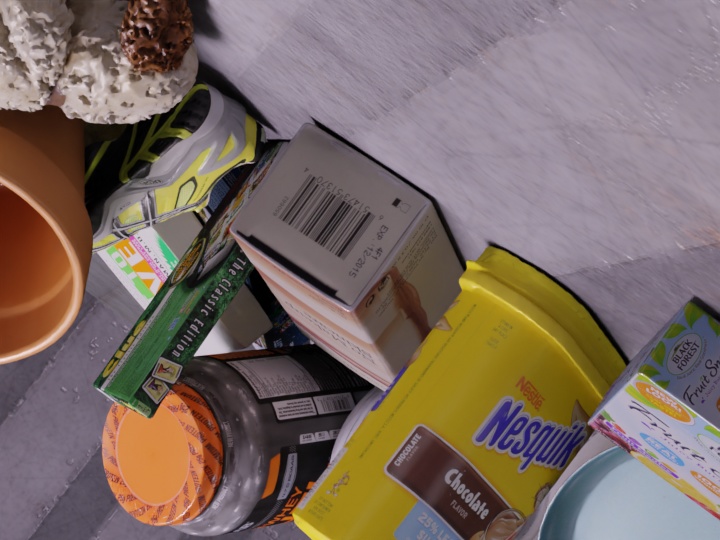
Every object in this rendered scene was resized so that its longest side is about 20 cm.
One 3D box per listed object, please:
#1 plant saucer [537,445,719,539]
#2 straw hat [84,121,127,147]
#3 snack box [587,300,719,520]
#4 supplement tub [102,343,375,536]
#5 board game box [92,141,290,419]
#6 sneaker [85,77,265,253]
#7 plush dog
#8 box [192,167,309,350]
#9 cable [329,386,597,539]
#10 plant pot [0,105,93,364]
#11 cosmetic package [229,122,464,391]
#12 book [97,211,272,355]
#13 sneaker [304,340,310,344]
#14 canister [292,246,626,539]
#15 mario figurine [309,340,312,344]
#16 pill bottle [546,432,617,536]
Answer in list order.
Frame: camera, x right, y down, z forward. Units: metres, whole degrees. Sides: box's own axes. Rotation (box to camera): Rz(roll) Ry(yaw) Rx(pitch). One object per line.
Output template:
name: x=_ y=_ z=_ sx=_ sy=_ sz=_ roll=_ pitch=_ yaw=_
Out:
plant saucer: x=0.205 y=0.184 z=1.459 sx=0.200 sy=0.200 sz=0.027 roll=37 pitch=-150 yaw=3
straw hat: x=-0.204 y=-0.098 z=1.677 sx=0.085 sy=0.202 sz=0.201 roll=-2 pitch=149 yaw=32
snack box: x=0.203 y=0.093 z=1.302 sx=0.142 sy=0.053 sz=0.200 roll=35 pitch=170 yaw=4
supplement tub: x=-0.074 y=0.116 z=1.660 sx=0.122 sy=0.123 sz=0.200 roll=31 pitch=-158 yaw=35
board game box: x=-0.098 y=0.003 z=1.560 sx=0.023 sy=0.200 sz=0.105 roll=37 pitch=172 yaw=-19
sneaker: x=-0.143 y=-0.051 z=1.595 sx=0.076 sy=0.076 sz=0.200 roll=25 pitch=140 yaw=-35
plush dog: x=-0.178 y=-0.137 z=1.412 sx=0.171 sy=0.161 sz=0.200 roll=15 pitch=175 yaw=-11
box: x=-0.098 y=-0.027 z=1.728 sx=0.137 sy=0.038 sz=0.200 roll=50 pitch=167 yaw=22
cable: x=0.079 y=0.155 z=1.639 sx=0.199 sy=0.201 sz=0.069 roll=-1 pitch=177 yaw=-21
plant pot: x=-0.258 y=-0.056 z=1.532 sx=0.199 sy=0.140 sz=0.200 roll=6 pitch=138 yaw=5
cosmetic package: x=0.000 y=0.000 z=1.524 sx=0.103 sy=0.087 sz=0.200 roll=32 pitch=170 yaw=21
book: x=-0.131 y=0.001 z=1.749 sx=0.134 sy=0.048 sz=0.200 roll=54 pitch=165 yaw=-4
sneaker: x=-0.029 y=0.061 z=1.879 sx=0.093 sy=0.071 sz=0.200 roll=-2 pitch=-159 yaw=-6
canister: x=0.063 y=0.106 z=1.449 sx=0.086 sy=0.200 sz=0.149 roll=32 pitch=170 yaw=36
mario figurine: x=0.024 y=0.082 z=1.778 sx=0.200 sy=0.106 sz=0.124 roll=52 pitch=-159 yaw=-32
pill bottle: x=0.220 y=0.187 z=1.544 sx=0.200 sy=0.113 sz=0.112 roll=40 pitch=171 yaw=-13
